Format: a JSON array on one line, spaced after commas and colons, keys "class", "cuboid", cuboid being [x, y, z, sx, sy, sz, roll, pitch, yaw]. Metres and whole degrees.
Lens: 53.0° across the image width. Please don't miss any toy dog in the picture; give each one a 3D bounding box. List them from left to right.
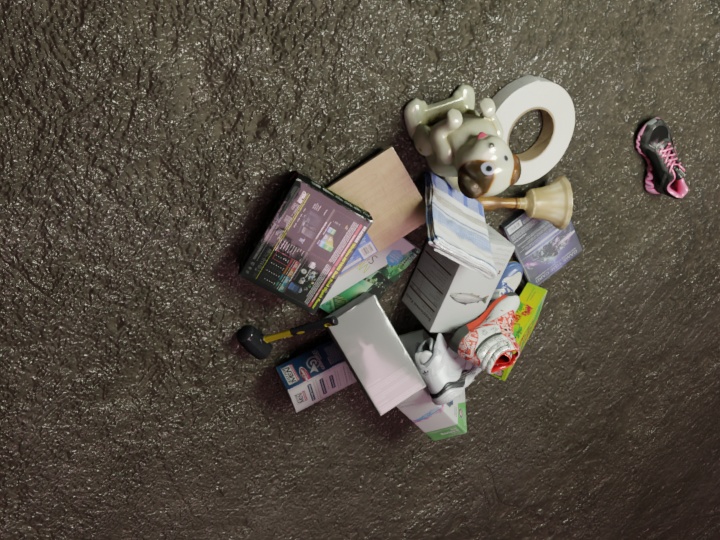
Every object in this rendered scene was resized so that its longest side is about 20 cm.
[{"class": "toy dog", "cuboid": [0.174, -0.195, 1.206, 0.139, 0.200, 0.195, -12, 124, -21]}]

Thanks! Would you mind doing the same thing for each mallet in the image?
[{"class": "mallet", "cuboid": [-0.133, 0.105, 1.279, 0.199, 0.041, 0.066, -23, 130, 32]}]

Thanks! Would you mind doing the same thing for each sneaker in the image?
[{"class": "sneaker", "cuboid": [0.175, 0.166, 1.407, 0.115, 0.075, 0.200, 58, 41, -4]}, {"class": "sneaker", "cuboid": [0.286, 0.077, 1.512, 0.075, 0.088, 0.200, 26, 104, -35]}, {"class": "sneaker", "cuboid": [0.270, 0.122, 1.375, 0.201, 0.108, 0.067, -30, 142, -36]}, {"class": "sneaker", "cuboid": [0.637, -0.228, 1.502, 0.079, 0.095, 0.200, -35, 128, -2]}]

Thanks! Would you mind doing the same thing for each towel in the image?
[{"class": "towel", "cuboid": [0.174, -0.082, 1.268, 0.146, 0.201, 0.024, 27, 129, -23]}]

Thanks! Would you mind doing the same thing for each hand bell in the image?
[{"class": "hand bell", "cuboid": [0.294, -0.129, 1.391, 0.199, 0.104, 0.105, -1, 121, -8]}]

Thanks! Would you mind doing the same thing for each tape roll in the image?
[{"class": "tape roll", "cuboid": [0.308, -0.258, 1.344, 0.202, 0.037, 0.204, -14, 125, -20]}]

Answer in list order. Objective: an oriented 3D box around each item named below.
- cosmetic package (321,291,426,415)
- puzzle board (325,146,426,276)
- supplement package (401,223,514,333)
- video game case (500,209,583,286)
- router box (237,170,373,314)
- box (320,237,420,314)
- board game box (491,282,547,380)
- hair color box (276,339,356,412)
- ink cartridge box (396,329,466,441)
[{"class": "cosmetic package", "cuboid": [0.023, 0.149, 1.320, 0.107, 0.090, 0.201, -29, 95, -8]}, {"class": "puzzle board", "cuboid": [0.007, -0.101, 1.262, 0.200, 0.017, 0.151, -33, 113, 2]}, {"class": "supplement package", "cuboid": [0.186, 0.009, 1.395, 0.116, 0.117, 0.201, 6, 117, -33]}, {"class": "video game case", "cuboid": [0.384, -0.067, 1.518, 0.143, 0.019, 0.200, -37, 130, -2]}, {"class": "router box", "cuboid": [-0.094, -0.046, 1.220, 0.149, 0.062, 0.200, 29, 105, -17]}, {"class": "box", "cuboid": [0.000, 0.000, 1.344, 0.144, 0.036, 0.200, 33, 101, -38]}, {"class": "board game box", "cuboid": [0.326, 0.125, 1.509, 0.200, 0.047, 0.102, -48, 154, -44]}, {"class": "hair color box", "cuboid": [-0.056, 0.187, 1.402, 0.199, 0.061, 0.100, -26, 145, -12]}, {"class": "ink cartridge box", "cuboid": [0.138, 0.237, 1.486, 0.087, 0.146, 0.200, -20, 134, 27]}]
